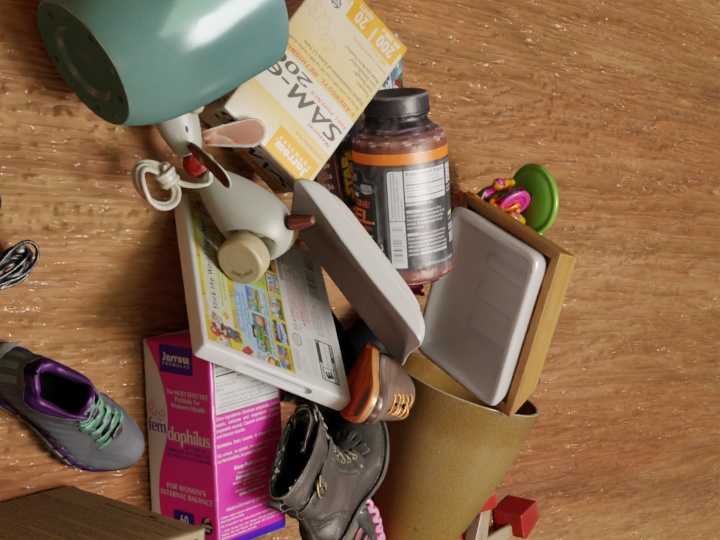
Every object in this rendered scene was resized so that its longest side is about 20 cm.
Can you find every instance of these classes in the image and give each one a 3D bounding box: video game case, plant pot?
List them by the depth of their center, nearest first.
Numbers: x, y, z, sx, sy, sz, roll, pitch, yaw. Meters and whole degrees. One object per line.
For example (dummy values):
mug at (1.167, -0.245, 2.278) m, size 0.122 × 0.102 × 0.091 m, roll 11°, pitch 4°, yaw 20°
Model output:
plant pot at (-0.187, -0.224, 1.218) m, size 0.161 × 0.199 × 0.202 m, roll -41°, pitch 124°, yaw -25°
video game case at (-0.099, 0.031, 1.354) m, size 0.181 × 0.023 × 0.202 m, roll 25°, pitch 36°, yaw -35°
plant pot at (0.090, 0.224, 1.615) m, size 0.185 × 0.185 × 0.202 m, roll 10°, pitch 103°, yaw -49°

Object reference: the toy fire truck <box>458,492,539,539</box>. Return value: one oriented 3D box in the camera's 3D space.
toy fire truck at (0.150, 0.317, 1.770) m, size 0.199 × 0.048 × 0.143 m, roll -36°, pitch 120°, yaw -41°

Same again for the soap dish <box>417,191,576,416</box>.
soap dish at (0.152, 0.035, 1.530) m, size 0.080 × 0.157 × 0.202 m, roll -6°, pitch 120°, yaw -41°

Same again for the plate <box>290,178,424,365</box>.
plate at (0.000, 0.000, 1.402) m, size 0.032 × 0.200 × 0.200 m, roll -37°, pitch 84°, yaw -10°

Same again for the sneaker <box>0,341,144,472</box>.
sneaker at (-0.254, 0.136, 1.249) m, size 0.200 × 0.087 × 0.075 m, roll 41°, pitch 64°, yaw -43°

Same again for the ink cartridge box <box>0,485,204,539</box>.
ink cartridge box at (-0.256, 0.253, 1.175) m, size 0.164 × 0.198 × 0.076 m, roll -7°, pitch 100°, yaw -48°

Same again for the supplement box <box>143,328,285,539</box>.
supplement box at (-0.145, 0.163, 1.370) m, size 0.103 × 0.100 × 0.203 m, roll -9°, pitch 100°, yaw -49°

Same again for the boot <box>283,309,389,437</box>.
boot at (-0.027, 0.072, 1.521) m, size 0.199 × 0.073 × 0.163 m, roll -57°, pitch 133°, yaw -23°

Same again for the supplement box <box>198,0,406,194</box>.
supplement box at (-0.058, -0.196, 1.414) m, size 0.126 × 0.073 × 0.201 m, roll 43°, pitch 69°, yaw -24°

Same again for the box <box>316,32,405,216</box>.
box at (0.002, -0.155, 1.552) m, size 0.136 × 0.040 × 0.203 m, roll -25°, pitch 112°, yaw -45°

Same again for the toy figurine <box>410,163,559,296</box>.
toy figurine at (0.114, -0.038, 1.614) m, size 0.182 × 0.201 × 0.151 m, roll -7°, pitch 55°, yaw -37°

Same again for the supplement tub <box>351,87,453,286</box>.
supplement tub at (0.044, -0.092, 1.479) m, size 0.106 × 0.106 × 0.203 m, roll -20°, pitch 111°, yaw -46°

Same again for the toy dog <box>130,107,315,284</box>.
toy dog at (-0.114, -0.084, 1.308) m, size 0.200 × 0.096 × 0.133 m, roll 45°, pitch 38°, yaw -33°

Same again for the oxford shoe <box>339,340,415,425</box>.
oxford shoe at (0.025, 0.121, 1.403) m, size 0.072 × 0.072 × 0.200 m, roll -60°, pitch -177°, yaw 10°

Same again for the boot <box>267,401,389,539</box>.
boot at (-0.032, 0.187, 1.400) m, size 0.175 × 0.068 × 0.202 m, roll 70°, pitch 32°, yaw -50°

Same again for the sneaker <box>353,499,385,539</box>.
sneaker at (-0.019, 0.317, 1.563) m, size 0.095 × 0.079 × 0.202 m, roll -41°, pitch 123°, yaw -25°

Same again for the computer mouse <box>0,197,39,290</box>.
computer mouse at (-0.363, -0.050, 1.143) m, size 0.140 × 0.046 × 0.202 m, roll -43°, pitch 129°, yaw -33°
